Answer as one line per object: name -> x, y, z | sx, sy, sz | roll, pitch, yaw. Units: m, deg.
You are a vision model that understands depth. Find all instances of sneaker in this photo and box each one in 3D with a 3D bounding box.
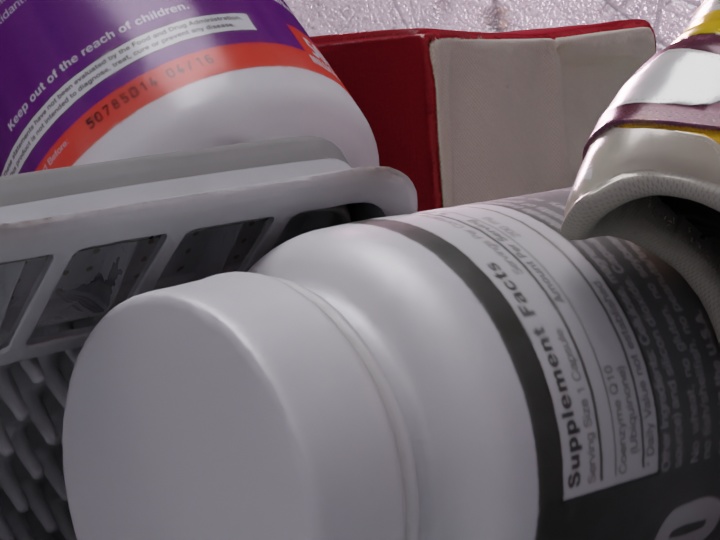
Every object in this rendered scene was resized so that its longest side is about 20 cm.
sneaker -> 0.141, 0.019, 0.539 | 0.090, 0.200, 0.075 | -49, -13, -27

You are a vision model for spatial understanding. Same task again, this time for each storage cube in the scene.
storage cube -> 0.000, 0.000, 0.820 | 0.179, 0.201, 0.171 | -1, 5, 34

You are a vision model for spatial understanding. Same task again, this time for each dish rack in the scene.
dish rack -> -0.088, 0.038, 0.608 | 0.171, 0.044, 0.200 | -12, -37, -39

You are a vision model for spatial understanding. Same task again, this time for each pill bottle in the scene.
pill bottle -> 0.030, 0.040, 0.577 | 0.199, 0.114, 0.114 | -11, 2, -42
pill bottle -> -0.084, -0.075, 0.699 | 0.112, 0.200, 0.113 | -23, -32, -16
